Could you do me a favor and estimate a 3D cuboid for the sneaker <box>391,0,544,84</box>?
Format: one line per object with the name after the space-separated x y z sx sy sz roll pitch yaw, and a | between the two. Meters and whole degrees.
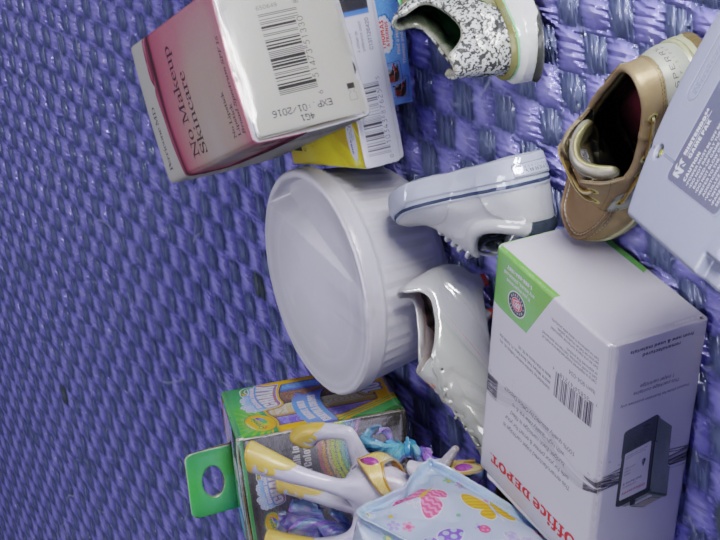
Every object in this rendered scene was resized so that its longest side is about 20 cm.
0.056 -0.209 1.285 0.200 0.088 0.077 55 149 36 | sneaker

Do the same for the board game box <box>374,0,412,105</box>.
-0.015 -0.248 1.477 0.151 0.036 0.201 24 126 59 | board game box

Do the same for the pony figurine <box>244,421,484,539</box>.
0.015 0.212 1.470 0.199 0.167 0.194 5 127 19 | pony figurine

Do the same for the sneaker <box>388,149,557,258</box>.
0.082 -0.043 1.347 0.200 0.073 0.071 -11 91 65 | sneaker

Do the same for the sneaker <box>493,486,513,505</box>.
0.161 0.255 1.358 0.201 0.067 0.090 57 155 17 | sneaker

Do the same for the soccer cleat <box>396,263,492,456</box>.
0.087 0.094 1.411 0.069 0.077 0.201 -31 76 64 | soccer cleat

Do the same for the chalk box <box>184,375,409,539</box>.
-0.061 0.177 1.595 0.124 0.199 0.125 -121 24 -70 | chalk box

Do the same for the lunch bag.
0.085 0.267 1.289 0.199 0.127 0.170 28 125 26 | lunch bag

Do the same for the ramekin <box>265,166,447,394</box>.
0.000 0.000 1.519 0.202 0.094 0.203 44 142 49 | ramekin

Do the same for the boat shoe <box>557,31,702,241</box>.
0.167 -0.083 1.153 0.074 0.066 0.200 62 152 26 | boat shoe

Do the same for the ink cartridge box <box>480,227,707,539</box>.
0.161 0.091 1.244 0.146 0.084 0.201 45 142 48 | ink cartridge box

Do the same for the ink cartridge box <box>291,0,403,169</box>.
-0.043 -0.189 1.476 0.200 0.047 0.199 7 112 60 | ink cartridge box

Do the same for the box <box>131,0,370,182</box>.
-0.095 -0.157 1.425 0.200 0.108 0.129 -16 91 63 | box

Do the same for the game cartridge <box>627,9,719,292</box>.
0.221 -0.096 0.944 0.201 0.041 0.133 -63 26 14 | game cartridge
